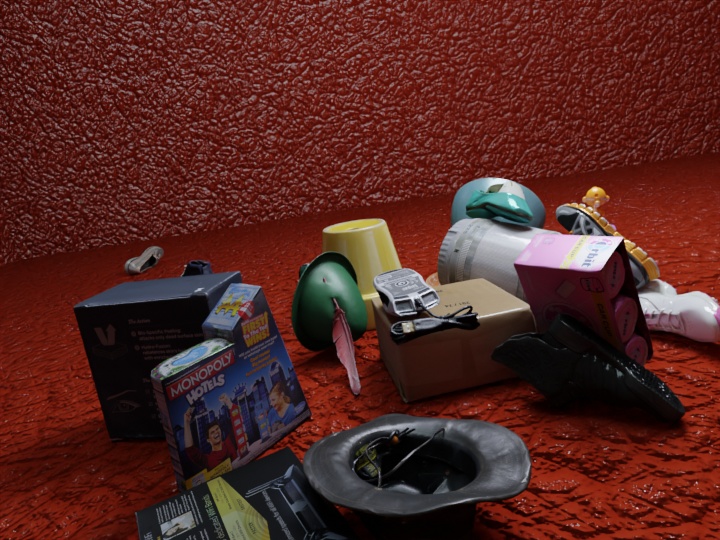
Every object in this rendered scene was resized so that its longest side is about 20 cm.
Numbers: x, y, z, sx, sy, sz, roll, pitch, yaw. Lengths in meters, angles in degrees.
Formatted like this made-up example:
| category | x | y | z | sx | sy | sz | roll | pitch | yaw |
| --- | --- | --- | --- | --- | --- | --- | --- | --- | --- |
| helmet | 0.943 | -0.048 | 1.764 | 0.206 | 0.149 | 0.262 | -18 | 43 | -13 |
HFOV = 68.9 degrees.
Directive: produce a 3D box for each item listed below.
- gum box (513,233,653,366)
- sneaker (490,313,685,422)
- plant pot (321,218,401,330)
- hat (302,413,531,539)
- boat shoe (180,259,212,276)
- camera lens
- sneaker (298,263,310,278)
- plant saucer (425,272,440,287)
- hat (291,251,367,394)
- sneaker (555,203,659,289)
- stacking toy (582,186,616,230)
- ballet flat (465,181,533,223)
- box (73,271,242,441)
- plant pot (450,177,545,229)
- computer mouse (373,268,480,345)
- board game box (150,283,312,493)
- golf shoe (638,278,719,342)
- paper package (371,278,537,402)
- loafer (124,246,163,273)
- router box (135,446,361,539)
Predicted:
| category | x | y | z | sx | sy | sz | roll | pitch | yaw |
| --- | --- | --- | --- | --- | --- | --- | --- | --- | --- |
| gum box | 0.289 | 0.053 | 0.672 | 0.113 | 0.201 | 0.066 | 8 | 45 | 50 |
| sneaker | 0.263 | 0.130 | 0.627 | 0.200 | 0.105 | 0.060 | 41 | 25 | 23 |
| plant pot | 0.000 | 0.000 | 1.068 | 0.199 | 0.191 | 0.201 | -9 | 13 | 2 |
| hat | 0.049 | 0.197 | 0.466 | 0.199 | 0.082 | 0.201 | -4 | 4 | 0 |
| boat shoe | -0.486 | 0.014 | 1.516 | 0.199 | 0.094 | 0.074 | 3 | 18 | 38 |
| camera lens | 0.257 | -0.002 | 0.923 | 0.199 | 0.161 | 0.159 | 18 | 28 | 42 |
| sneaker | -0.067 | 0.030 | 1.273 | 0.087 | 0.075 | 0.199 | -3 | 16 | -43 |
| plant saucer | 0.239 | 0.029 | 1.117 | 0.198 | 0.038 | 0.200 | -8 | 13 | 2 |
| hat | -0.001 | 0.079 | 0.863 | 0.175 | 0.202 | 0.165 | 11 | -3 | 40 |
| sneaker | 0.390 | -0.038 | 0.869 | 0.077 | 0.078 | 0.200 | -44 | 49 | 10 |
| stacking toy | 0.427 | -0.051 | 0.958 | 0.115 | 0.202 | 0.110 | 0 | 10 | 24 |
| ballet flat | 0.252 | -0.127 | 0.948 | 0.067 | 0.071 | 0.200 | 23 | 1 | -16 |
| box | -0.258 | 0.117 | 0.734 | 0.195 | 0.202 | 0.117 | -5 | 14 | 12 |
| plant pot | 0.276 | -0.074 | 1.107 | 0.199 | 0.200 | 0.135 | 1 | 53 | 34 |
| computer mouse | 0.073 | 0.047 | 0.715 | 0.109 | 0.044 | 0.200 | -16 | 20 | -8 |
| board game box | -0.158 | 0.127 | 0.629 | 0.061 | 0.202 | 0.199 | 3 | 17 | 37 |
| golf shoe | 0.453 | 0.069 | 0.776 | 0.091 | 0.076 | 0.200 | -19 | 7 | 2 |
| paper package | 0.132 | 0.094 | 0.786 | 0.198 | 0.104 | 0.191 | -11 | 14 | -7 |
| loafer | -0.806 | -0.033 | 1.994 | 0.062 | 0.072 | 0.200 | 12 | 25 | 13 |
| router box | -0.093 | 0.241 | 0.439 | 0.156 | 0.053 | 0.200 | -16 | 16 | -24 |
